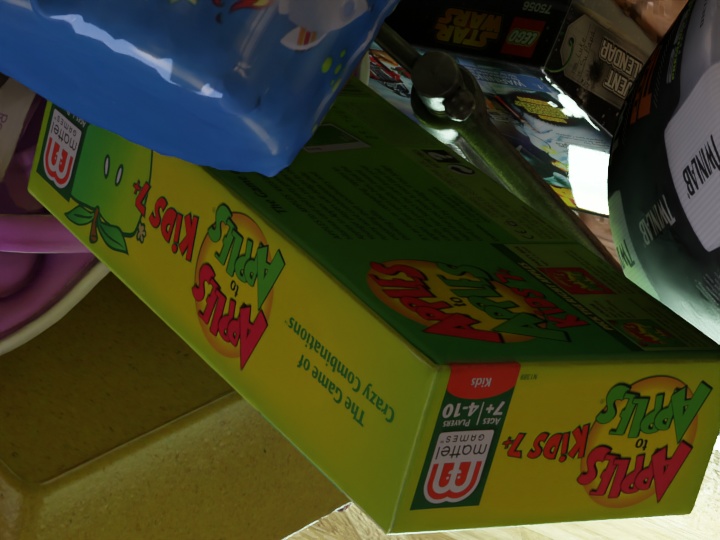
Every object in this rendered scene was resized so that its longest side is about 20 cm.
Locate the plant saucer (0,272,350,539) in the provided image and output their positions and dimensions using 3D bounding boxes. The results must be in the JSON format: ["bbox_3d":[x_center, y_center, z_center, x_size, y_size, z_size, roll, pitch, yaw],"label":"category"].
[{"bbox_3d":[-0.112,0.024,0.895,0.200,0.049,0.199,42,-140,21],"label":"plant saucer"}]

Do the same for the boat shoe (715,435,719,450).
[{"bbox_3d":[0.101,0.033,1.217,0.199,0.071,0.064,7,162,33],"label":"boat shoe"}]

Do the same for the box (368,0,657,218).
[{"bbox_3d":[0.028,-0.070,0.947,0.199,0.040,0.137,15,166,41],"label":"box"}]

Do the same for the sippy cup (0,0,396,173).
[{"bbox_3d":[-0.036,-0.101,0.662,0.177,0.131,0.139,33,166,-35],"label":"sippy cup"}]

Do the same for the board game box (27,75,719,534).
[{"bbox_3d":[0.000,0.000,0.732,0.101,0.048,0.200,0,-154,-36],"label":"board game box"}]

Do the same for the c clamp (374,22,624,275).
[{"bbox_3d":[0.053,-0.022,0.856,0.171,0.027,0.200,47,179,21],"label":"c clamp"}]

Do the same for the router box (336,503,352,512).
[{"bbox_3d":[-0.040,0.002,1.096,0.199,0.179,0.049,19,129,29],"label":"router box"}]

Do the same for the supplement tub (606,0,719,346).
[{"bbox_3d":[0.131,-0.031,0.692,0.122,0.123,0.200,24,168,0],"label":"supplement tub"}]

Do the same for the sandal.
[{"bbox_3d":[-0.086,-0.040,0.835,0.083,0.202,0.050,56,162,3],"label":"sandal"}]

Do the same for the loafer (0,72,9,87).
[{"bbox_3d":[-0.169,-0.086,0.765,0.200,0.072,0.073,28,175,45],"label":"loafer"}]
